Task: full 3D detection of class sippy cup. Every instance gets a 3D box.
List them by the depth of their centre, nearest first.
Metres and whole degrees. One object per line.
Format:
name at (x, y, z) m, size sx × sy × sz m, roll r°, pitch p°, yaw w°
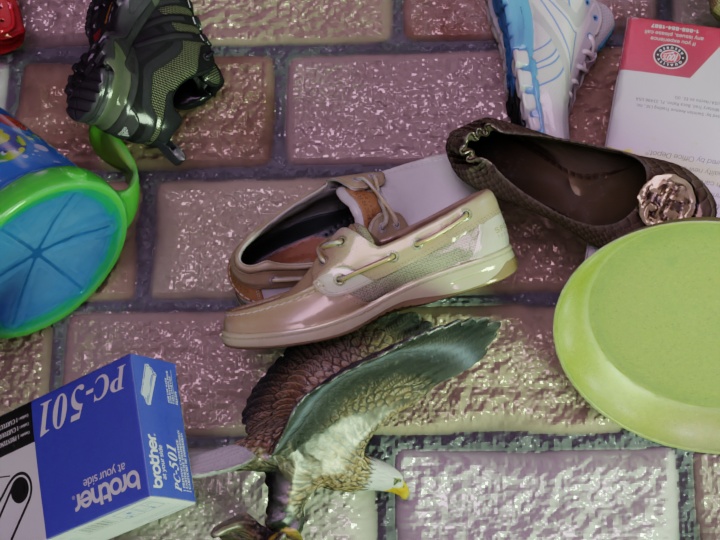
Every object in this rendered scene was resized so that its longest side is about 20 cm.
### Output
sippy cup at (-0.251, -0.045, 1.173) m, size 0.130 × 0.178 × 0.140 m, roll 44°, pitch 113°, yaw 28°

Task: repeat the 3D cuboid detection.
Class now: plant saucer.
plant saucer at (0.223, 0.037, 1.080) m, size 0.199 × 0.200 × 0.031 m, roll 10°, pitch 44°, yaw 8°

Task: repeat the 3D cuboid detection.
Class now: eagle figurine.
eagle figurine at (-0.013, 0.099, 1.101) m, size 0.151 × 0.151 × 0.200 m, roll 23°, pitch 83°, yaw 27°

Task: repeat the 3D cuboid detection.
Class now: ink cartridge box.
ink cartridge box at (-0.196, 0.131, 1.087) m, size 0.200 × 0.044 × 0.094 m, roll -25°, pitch 64°, yaw 30°
ink cartridge box at (0.235, -0.058, 1.160) m, size 0.145 × 0.083 × 0.200 m, roll 10°, pitch 70°, yaw 9°

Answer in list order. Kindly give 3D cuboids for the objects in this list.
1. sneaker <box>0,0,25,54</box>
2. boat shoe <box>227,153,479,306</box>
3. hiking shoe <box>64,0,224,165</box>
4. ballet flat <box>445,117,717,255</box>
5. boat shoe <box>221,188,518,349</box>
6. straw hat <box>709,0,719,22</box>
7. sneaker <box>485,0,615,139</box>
sneaker at (-0.265, -0.233, 1.279) m, size 0.116 × 0.078 × 0.200 m, roll 44°, pitch 90°, yaw 9°
boat shoe at (0.003, -0.029, 1.174) m, size 0.200 × 0.068 × 0.075 m, roll -29°, pitch 68°, yaw -8°
hiking shoe at (-0.147, -0.164, 1.243) m, size 0.101 × 0.076 × 0.200 m, roll 33°, pitch 50°, yaw -26°
ballet flat at (0.137, -0.060, 1.109) m, size 0.200 × 0.046 × 0.067 m, roll 23°, pitch 80°, yaw 35°
boat shoe at (0.000, 0.000, 1.116) m, size 0.199 × 0.072 × 0.065 m, roll -17°, pitch 98°, yaw 3°
straw hat at (0.290, -0.200, 1.174) m, size 0.200 × 0.201 × 0.085 m, roll 9°, pitch 90°, yaw 8°
sneaker at (0.142, -0.154, 1.212) m, size 0.086 × 0.075 × 0.201 m, roll -5°, pitch 69°, yaw -4°
